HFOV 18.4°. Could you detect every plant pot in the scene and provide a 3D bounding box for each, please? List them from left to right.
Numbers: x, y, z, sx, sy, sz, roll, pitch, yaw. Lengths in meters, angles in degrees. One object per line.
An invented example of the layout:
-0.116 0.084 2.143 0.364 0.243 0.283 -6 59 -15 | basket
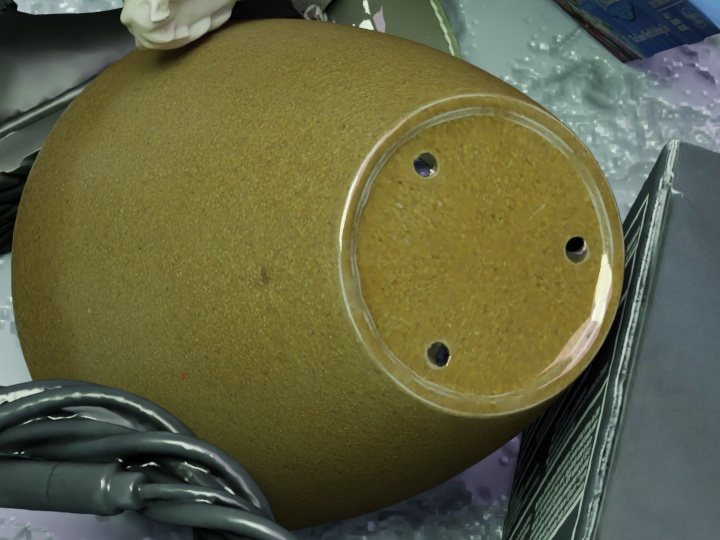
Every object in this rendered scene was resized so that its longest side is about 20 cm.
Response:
0.000 0.000 0.725 0.185 0.200 0.188 1 89 -23 | plant pot

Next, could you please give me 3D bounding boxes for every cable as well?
-0.104 0.102 0.666 0.163 0.051 0.200 -39 60 -11 | cable

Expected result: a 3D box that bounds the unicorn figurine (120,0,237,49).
-0.042 -0.131 0.780 0.137 0.200 0.074 -39 106 -9 | unicorn figurine

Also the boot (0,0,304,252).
-0.141 -0.099 0.852 0.210 0.080 0.158 -26 70 -22 | boot

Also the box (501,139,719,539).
0.111 0.102 0.727 0.122 0.200 0.200 17 61 -1 | box

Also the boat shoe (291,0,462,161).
-0.017 -0.135 0.906 0.072 0.060 0.203 -25 70 -23 | boat shoe

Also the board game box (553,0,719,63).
0.057 -0.163 0.836 0.199 0.200 0.043 43 89 -3 | board game box
